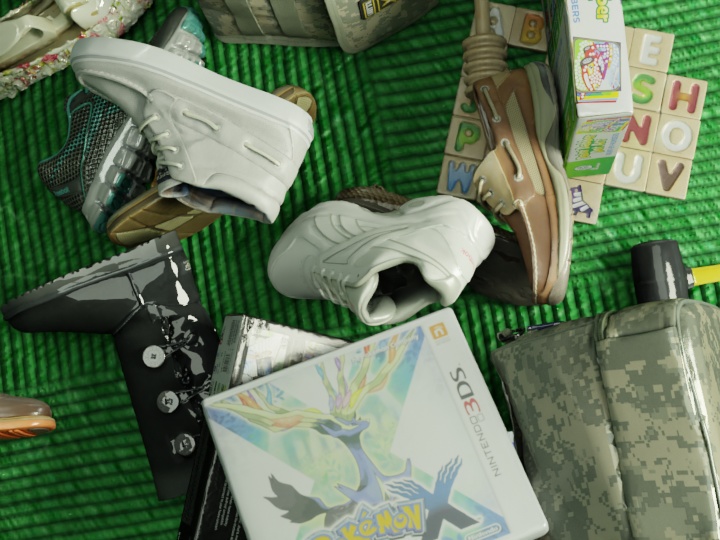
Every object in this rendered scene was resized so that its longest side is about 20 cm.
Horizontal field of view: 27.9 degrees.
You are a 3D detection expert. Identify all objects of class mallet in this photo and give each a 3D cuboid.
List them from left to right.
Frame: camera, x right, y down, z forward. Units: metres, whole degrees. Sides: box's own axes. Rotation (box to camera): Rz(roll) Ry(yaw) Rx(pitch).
[{"bbox_3d":[0.310,-0.012,1.140,0.199,0.041,0.066,-16,84,0],"label":"mallet"}]

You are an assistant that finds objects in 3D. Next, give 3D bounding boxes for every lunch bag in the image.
[{"bbox_3d":[-0.032,-0.250,1.146,0.199,0.164,0.118,5,77,8],"label":"lunch bag"},{"bbox_3d":[0.186,0.124,1.038,0.167,0.139,0.201,-14,80,25],"label":"lunch bag"}]

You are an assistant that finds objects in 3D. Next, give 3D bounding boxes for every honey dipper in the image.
[{"bbox_3d":[0.100,-0.240,1.191,0.038,0.038,0.201,-3,78,6],"label":"honey dipper"}]

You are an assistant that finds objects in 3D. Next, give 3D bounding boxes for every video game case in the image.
[{"bbox_3d":[0.007,0.139,1.032,0.199,0.022,0.183,-20,64,-6],"label":"video game case"}]

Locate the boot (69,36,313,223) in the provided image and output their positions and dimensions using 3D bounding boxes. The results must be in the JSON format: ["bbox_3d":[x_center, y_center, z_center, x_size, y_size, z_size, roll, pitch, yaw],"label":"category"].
[{"bbox_3d":[-0.141,-0.105,1.105,0.199,0.074,0.096,19,73,5],"label":"boot"}]

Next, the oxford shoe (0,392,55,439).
[{"bbox_3d":[-0.342,0.096,1.181,0.199,0.071,0.073,7,78,8],"label":"oxford shoe"}]

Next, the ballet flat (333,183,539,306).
[{"bbox_3d":[0.073,-0.026,1.162,0.199,0.068,0.046,18,40,9],"label":"ballet flat"}]

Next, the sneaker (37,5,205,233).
[{"bbox_3d":[-0.200,-0.136,1.197,0.091,0.078,0.201,26,84,13],"label":"sneaker"}]

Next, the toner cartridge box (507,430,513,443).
[{"bbox_3d":[0.161,0.168,1.126,0.199,0.043,0.096,-8,80,6],"label":"toner cartridge box"}]

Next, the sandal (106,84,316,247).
[{"bbox_3d":[-0.125,-0.089,1.182,0.200,0.080,0.054,-40,64,-2],"label":"sandal"}]

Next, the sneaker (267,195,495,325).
[{"bbox_3d":[0.000,0.000,1.111,0.199,0.078,0.100,-10,37,36],"label":"sneaker"}]

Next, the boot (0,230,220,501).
[{"bbox_3d":[-0.182,0.090,1.163,0.164,0.066,0.201,-21,94,12],"label":"boot"}]

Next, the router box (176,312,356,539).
[{"bbox_3d":[-0.051,0.147,1.118,0.148,0.051,0.201,15,83,-21],"label":"router box"}]

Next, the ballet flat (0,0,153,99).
[{"bbox_3d":[-0.258,-0.205,1.217,0.199,0.064,0.076,-35,79,0],"label":"ballet flat"}]

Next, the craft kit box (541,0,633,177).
[{"bbox_3d":[0.165,-0.186,1.090,0.048,0.200,0.199,-3,82,4],"label":"craft kit box"}]

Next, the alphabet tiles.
[{"bbox_3d":[0.175,-0.124,1.184,0.199,0.008,0.168,11,83,8],"label":"alphabet tiles"}]

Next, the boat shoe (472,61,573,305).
[{"bbox_3d":[0.121,-0.065,1.110,0.071,0.076,0.201,-5,63,2],"label":"boat shoe"}]
